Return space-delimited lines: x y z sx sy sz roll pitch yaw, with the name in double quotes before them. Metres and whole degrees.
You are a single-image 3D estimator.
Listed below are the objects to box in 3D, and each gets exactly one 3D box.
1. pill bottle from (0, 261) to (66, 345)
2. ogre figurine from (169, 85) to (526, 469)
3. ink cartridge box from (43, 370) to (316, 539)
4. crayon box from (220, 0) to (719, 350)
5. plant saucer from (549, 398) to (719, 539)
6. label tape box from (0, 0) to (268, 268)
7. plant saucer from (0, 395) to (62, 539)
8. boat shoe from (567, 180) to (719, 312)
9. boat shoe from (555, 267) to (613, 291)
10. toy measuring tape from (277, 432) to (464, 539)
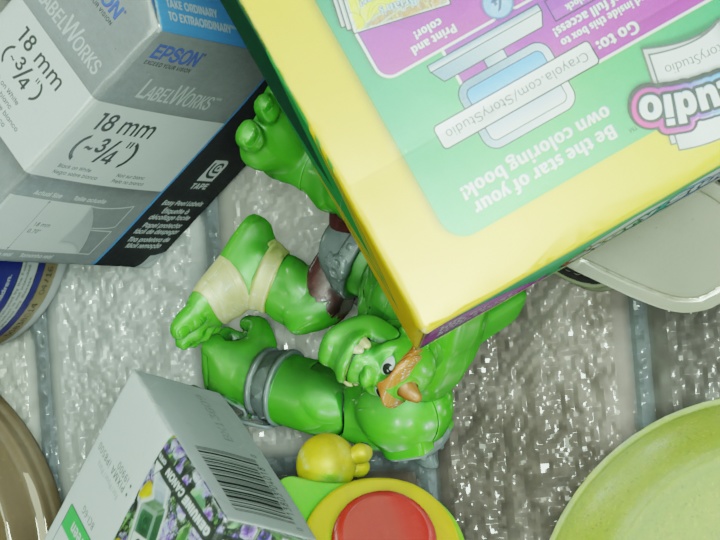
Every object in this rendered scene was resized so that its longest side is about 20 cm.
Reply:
"pill bottle" -0.226 -0.021 0.949 0.115 0.200 0.117 0 89 28
"ogre figurine" 0.000 0.000 0.882 0.119 0.098 0.201 30 111 15
"ink cartridge box" -0.101 0.155 0.892 0.201 0.050 0.109 -60 37 16
"crayon box" 0.064 -0.098 0.744 0.199 0.058 0.173 -29 85 -5
"plant saucer" 0.161 0.148 0.830 0.199 0.031 0.202 -1 89 29
"label tape box" -0.081 -0.090 0.903 0.200 0.144 0.063 -45 69 20
"plant saucer" -0.226 0.141 1.044 0.199 0.029 0.202 -1 88 29
"boat shoe" 0.054 -0.050 0.811 0.199 0.063 0.073 30 103 -5
"boat shoe" 0.045 -0.076 0.878 0.072 0.065 0.201 -39 72 21
"toy measuring tape" 0.019 0.151 0.852 0.073 0.073 0.201 -33 59 24
